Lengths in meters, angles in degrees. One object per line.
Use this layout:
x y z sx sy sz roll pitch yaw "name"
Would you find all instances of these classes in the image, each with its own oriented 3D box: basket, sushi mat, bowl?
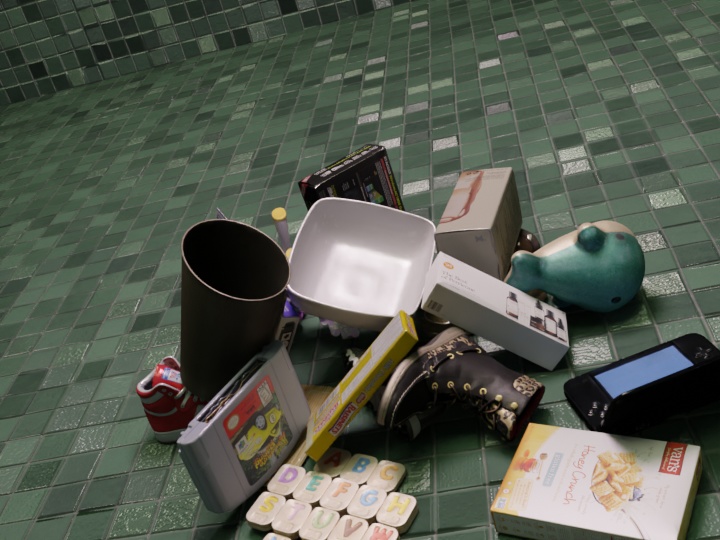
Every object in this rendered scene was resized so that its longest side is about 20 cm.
-0.178 0.064 1.228 0.135 0.202 0.181 -8 40 -29 "basket"
-0.099 0.224 1.244 0.095 0.012 0.200 0 34 27 "sushi mat"
0.000 0.000 1.312 0.197 0.075 0.201 13 50 6 "bowl"

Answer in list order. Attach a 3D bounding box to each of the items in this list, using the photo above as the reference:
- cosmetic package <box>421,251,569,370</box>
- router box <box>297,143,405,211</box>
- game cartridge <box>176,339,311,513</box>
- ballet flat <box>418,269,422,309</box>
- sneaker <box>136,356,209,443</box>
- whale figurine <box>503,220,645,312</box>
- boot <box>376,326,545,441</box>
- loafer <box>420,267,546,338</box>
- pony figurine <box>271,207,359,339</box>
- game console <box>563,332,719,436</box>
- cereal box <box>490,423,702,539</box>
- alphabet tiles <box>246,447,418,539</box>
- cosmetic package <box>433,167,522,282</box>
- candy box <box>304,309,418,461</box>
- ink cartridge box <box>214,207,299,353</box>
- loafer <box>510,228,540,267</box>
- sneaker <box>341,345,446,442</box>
0.182 0.053 1.231 0.198 0.051 0.083 25 30 -7 "cosmetic package"
-0.002 -0.090 1.535 0.149 0.202 0.062 -30 27 -24 "router box"
-0.138 0.200 1.154 0.040 0.134 0.200 7 38 34 "game cartridge"
0.077 0.023 1.421 0.075 0.068 0.200 -45 12 -1 "ballet flat"
-0.219 0.169 1.291 0.198 0.113 0.071 -17 28 8 "sneaker"
0.300 0.007 1.268 0.197 0.160 0.104 -6 49 -16 "whale figurine"
0.125 0.155 1.126 0.150 0.074 0.199 29 35 24 "boot"
0.177 0.039 1.357 0.198 0.068 0.076 -22 29 -8 "loafer"
-0.105 0.035 1.420 0.165 0.201 0.194 -18 43 -5 "pony figurine"
0.354 0.113 1.084 0.198 0.118 0.176 -19 29 -5 "game console"
0.258 0.238 1.000 0.198 0.040 0.144 1 34 30 "cereal box"
-0.036 0.286 1.089 0.198 0.015 0.196 7 37 31 "alphabet tiles"
0.178 -0.063 1.360 0.086 0.104 0.200 -4 28 21 "cosmetic package"
0.000 0.143 1.165 0.201 0.026 0.102 -51 10 9 "candy box"
-0.164 0.041 1.340 0.043 0.201 0.198 -15 48 -37 "ink cartridge box"
0.196 -0.048 1.490 0.071 0.074 0.199 -34 33 -30 "loafer"
0.048 0.152 1.239 0.090 0.067 0.200 -25 33 -20 "sneaker"
